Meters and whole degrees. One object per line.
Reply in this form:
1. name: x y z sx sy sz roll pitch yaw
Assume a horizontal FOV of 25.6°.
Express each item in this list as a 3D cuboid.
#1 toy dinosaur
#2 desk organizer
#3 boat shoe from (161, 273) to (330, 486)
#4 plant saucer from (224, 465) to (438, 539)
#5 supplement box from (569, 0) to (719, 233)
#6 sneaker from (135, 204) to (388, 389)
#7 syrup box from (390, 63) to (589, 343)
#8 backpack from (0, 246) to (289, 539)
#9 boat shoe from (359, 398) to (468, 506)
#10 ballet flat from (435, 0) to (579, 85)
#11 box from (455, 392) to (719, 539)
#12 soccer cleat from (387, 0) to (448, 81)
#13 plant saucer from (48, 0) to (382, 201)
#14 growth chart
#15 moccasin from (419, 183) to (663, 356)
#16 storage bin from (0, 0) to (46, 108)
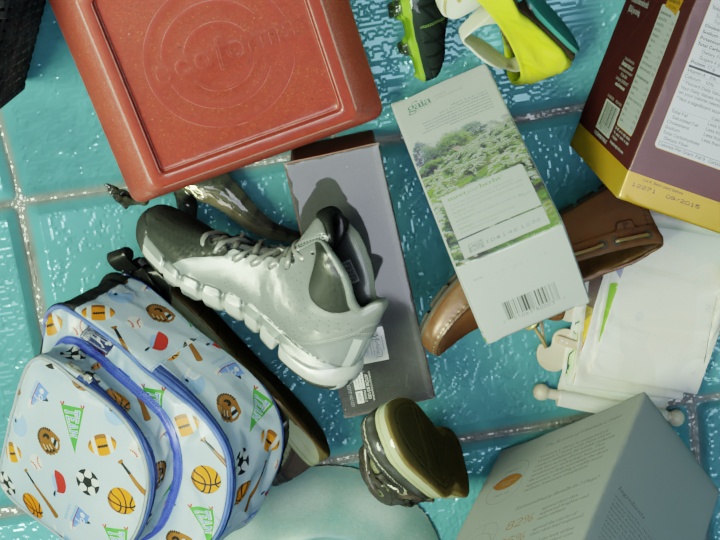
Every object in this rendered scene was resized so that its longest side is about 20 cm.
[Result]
1. toy dinosaur: -0.135 -0.066 1.201 0.088 0.047 0.200 -42 105 1
2. desk organizer: 0.000 0.000 1.204 0.071 0.077 0.201 -12 105 2
3. boat shoe: -0.106 0.089 1.225 0.065 0.073 0.200 -41 101 4
4. plant saucer: -0.029 0.260 1.288 0.200 0.039 0.202 0 104 -1
5. supplement box: 0.258 -0.143 1.116 0.132 0.197 0.201 18 103 -7
6. sneaker: -0.062 -0.015 1.136 0.200 0.075 0.116 35 122 8
7. syrup box: 0.089 -0.052 1.128 0.078 0.200 0.082 -22 131 4
8. backpack: -0.156 0.120 1.144 0.190 0.154 0.201 28 128 12
9. boat shoe: 0.032 0.146 1.183 0.065 0.200 0.074 -20 68 11
10. ballet flat: 0.092 -0.193 1.127 0.067 0.067 0.200 -28 143 16
11. box: 0.158 0.210 1.176 0.152 0.200 0.106 -29 106 39
12. soccer cleat: 0.058 -0.239 1.153 0.081 0.068 0.201 -5 102 -4
13. plant saucer: -0.100 -0.156 1.113 0.199 0.037 0.201 -20 119 -1
14. growth chart: 0.226 0.030 1.251 0.144 0.018 0.201 20 103 -6
15. moccasin: 0.135 0.010 1.180 0.201 0.074 0.078 -27 71 -19
16. storage bin: -0.298 -0.176 1.085 0.135 0.200 0.094 16 103 -6
